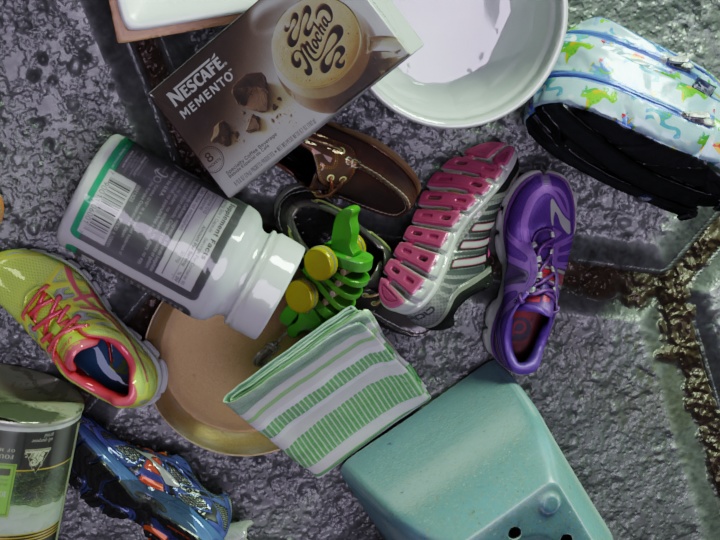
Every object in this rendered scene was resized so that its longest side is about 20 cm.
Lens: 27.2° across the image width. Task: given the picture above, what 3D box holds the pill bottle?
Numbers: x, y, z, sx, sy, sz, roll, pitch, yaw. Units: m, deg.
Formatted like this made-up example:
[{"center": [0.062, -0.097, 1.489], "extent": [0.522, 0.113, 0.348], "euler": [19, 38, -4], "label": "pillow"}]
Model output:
[{"center": [-0.158, -0.026, 1.320], "extent": [0.199, 0.113, 0.113], "euler": [29, 99, -5], "label": "pill bottle"}]

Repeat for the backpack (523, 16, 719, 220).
[{"center": [0.246, -0.139, 1.359], "extent": [0.199, 0.163, 0.155], "euler": [10, 83, -13], "label": "backpack"}]

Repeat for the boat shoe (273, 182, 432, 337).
[{"center": [0.000, 0.000, 1.399], "extent": [0.201, 0.061, 0.072], "euler": [40, 95, -18], "label": "boat shoe"}]

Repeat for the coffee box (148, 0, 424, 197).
[{"center": [-0.062, -0.168, 1.239], "extent": [0.200, 0.080, 0.113], "euler": [-36, 95, 18], "label": "coffee box"}]

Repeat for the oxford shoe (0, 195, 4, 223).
[{"center": [-0.383, 0.015, 1.331], "extent": [0.071, 0.073, 0.201], "euler": [22, 101, -15], "label": "oxford shoe"}]

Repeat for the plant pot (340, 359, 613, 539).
[{"center": [0.129, 0.240, 1.408], "extent": [0.196, 0.200, 0.196], "euler": [-34, 110, -5], "label": "plant pot"}]

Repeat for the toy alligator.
[{"center": [-0.035, 0.030, 1.342], "extent": [0.054, 0.059, 0.200], "euler": [41, 122, 16], "label": "toy alligator"}]

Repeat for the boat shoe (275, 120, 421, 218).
[{"center": [-0.038, -0.100, 1.351], "extent": [0.199, 0.071, 0.070], "euler": [30, 139, -12], "label": "boat shoe"}]

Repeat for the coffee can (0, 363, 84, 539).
[{"center": [-0.341, 0.202, 1.355], "extent": [0.146, 0.146, 0.201], "euler": [10, 103, -12], "label": "coffee can"}]

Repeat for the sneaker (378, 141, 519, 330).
[{"center": [0.093, -0.027, 1.390], "extent": [0.087, 0.074, 0.200], "euler": [48, 66, -41], "label": "sneaker"}]

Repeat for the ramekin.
[{"center": [0.076, -0.232, 1.323], "extent": [0.199, 0.105, 0.201], "euler": [-2, 106, -8], "label": "ramekin"}]

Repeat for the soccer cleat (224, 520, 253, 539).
[{"center": [-0.093, 0.334, 1.469], "extent": [0.086, 0.070, 0.200], "euler": [-27, 108, 17], "label": "soccer cleat"}]

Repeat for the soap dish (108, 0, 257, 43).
[{"center": [-0.127, -0.293, 1.283], "extent": [0.199, 0.081, 0.158], "euler": [-11, 108, -7], "label": "soap dish"}]

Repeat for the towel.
[{"center": [-0.023, 0.118, 1.392], "extent": [0.152, 0.023, 0.200], "euler": [-35, 146, 2], "label": "towel"}]

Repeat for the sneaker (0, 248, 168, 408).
[{"center": [-0.260, 0.052, 1.344], "extent": [0.200, 0.090, 0.078], "euler": [38, 100, -2], "label": "sneaker"}]

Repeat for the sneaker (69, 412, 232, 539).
[{"center": [-0.206, 0.202, 1.423], "extent": [0.200, 0.079, 0.075], "euler": [40, 133, -5], "label": "sneaker"}]

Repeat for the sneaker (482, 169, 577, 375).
[{"center": [0.171, 0.005, 1.419], "extent": [0.080, 0.083, 0.201], "euler": [3, 104, -11], "label": "sneaker"}]

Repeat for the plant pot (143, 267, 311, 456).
[{"center": [-0.108, 0.080, 1.422], "extent": [0.199, 0.027, 0.201], "euler": [-2, 105, -9], "label": "plant pot"}]
